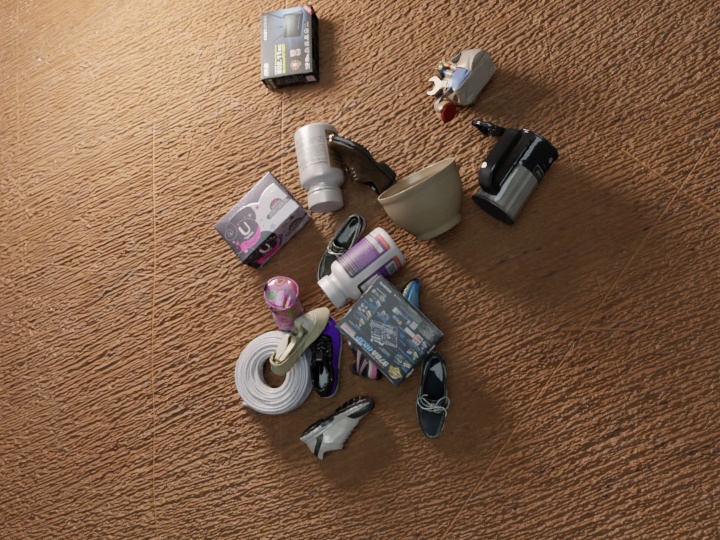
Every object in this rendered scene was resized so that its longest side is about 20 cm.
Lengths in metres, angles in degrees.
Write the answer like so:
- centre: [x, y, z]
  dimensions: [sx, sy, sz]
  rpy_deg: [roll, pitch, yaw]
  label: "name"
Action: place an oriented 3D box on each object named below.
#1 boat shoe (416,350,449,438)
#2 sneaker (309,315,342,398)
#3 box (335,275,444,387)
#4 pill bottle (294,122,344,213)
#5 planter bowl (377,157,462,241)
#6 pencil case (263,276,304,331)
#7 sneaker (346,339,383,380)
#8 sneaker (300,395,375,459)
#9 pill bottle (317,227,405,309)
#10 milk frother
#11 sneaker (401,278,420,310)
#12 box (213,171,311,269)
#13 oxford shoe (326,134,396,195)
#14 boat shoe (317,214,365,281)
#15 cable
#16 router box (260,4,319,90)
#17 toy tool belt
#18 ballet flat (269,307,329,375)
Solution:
- centre: [0.167, 0.287, 1.244]
  dimensions: [0.074, 0.062, 0.203]
  rpy_deg: [7, 92, 4]
  label: "boat shoe"
- centre: [-0.085, 0.200, 1.302]
  dimensions: [0.068, 0.100, 0.203]
  rpy_deg: [-6, 76, 11]
  label: "sneaker"
- centre: [0.066, 0.135, 1.233]
  dimensions: [0.200, 0.046, 0.159]
  rpy_deg: [42, 92, 5]
  label: "box"
- centre: [-0.099, -0.255, 1.375]
  dimensions: [0.113, 0.114, 0.203]
  rpy_deg: [-11, 79, 11]
  label: "pill bottle"
- centre: [0.156, -0.155, 1.276]
  dimensions: [0.198, 0.200, 0.136]
  rpy_deg: [-26, 103, 7]
  label: "planter bowl"
- centre: [-0.179, 0.082, 1.294]
  dimensions: [0.086, 0.200, 0.089]
  rpy_deg: [0, 70, -1]
  label: "pencil case"
- centre: [0.007, 0.157, 1.303]
  dimensions: [0.085, 0.080, 0.203]
  rpy_deg: [-1, 78, 17]
  label: "sneaker"
- centre: [-0.043, 0.369, 1.291]
  dimensions: [0.199, 0.074, 0.081]
  rpy_deg: [-34, 90, 10]
  label: "sneaker"
- centre: [0.000, 0.000, 1.299]
  dimensions: [0.199, 0.112, 0.112]
  rpy_deg: [-38, 75, -5]
  label: "pill bottle"
- centre: [0.319, -0.244, 1.284]
  dimensions: [0.189, 0.180, 0.200]
  rpy_deg: [-55, 31, -1]
  label: "milk frother"
- centre: [0.127, 0.121, 1.294]
  dimensions: [0.088, 0.078, 0.203]
  rpy_deg: [7, 89, 0]
  label: "sneaker"
- centre: [-0.245, -0.122, 1.386]
  dimensions: [0.200, 0.115, 0.132]
  rpy_deg: [-44, 74, 3]
  label: "box"
- centre: [-0.008, -0.256, 1.334]
  dimensions: [0.199, 0.073, 0.085]
  rpy_deg: [35, 85, -16]
  label: "oxford shoe"
- centre: [-0.055, -0.054, 1.354]
  dimensions: [0.071, 0.071, 0.202]
  rpy_deg: [25, 88, 15]
  label: "boat shoe"
- centre: [-0.211, 0.249, 1.340]
  dimensions: [0.197, 0.069, 0.203]
  rpy_deg: [7, 82, 14]
  label: "cable"
- centre: [-0.192, -0.604, 1.480]
  dimensions: [0.147, 0.062, 0.203]
  rpy_deg: [-5, 80, 13]
  label: "router box"
- centre: [0.230, -0.459, 1.347]
  dimensions: [0.201, 0.125, 0.123]
  rpy_deg: [-51, 43, -2]
  label: "toy tool belt"
- centre: [-0.144, 0.154, 1.278]
  dimensions: [0.069, 0.070, 0.201]
  rpy_deg: [29, 68, 15]
  label: "ballet flat"
